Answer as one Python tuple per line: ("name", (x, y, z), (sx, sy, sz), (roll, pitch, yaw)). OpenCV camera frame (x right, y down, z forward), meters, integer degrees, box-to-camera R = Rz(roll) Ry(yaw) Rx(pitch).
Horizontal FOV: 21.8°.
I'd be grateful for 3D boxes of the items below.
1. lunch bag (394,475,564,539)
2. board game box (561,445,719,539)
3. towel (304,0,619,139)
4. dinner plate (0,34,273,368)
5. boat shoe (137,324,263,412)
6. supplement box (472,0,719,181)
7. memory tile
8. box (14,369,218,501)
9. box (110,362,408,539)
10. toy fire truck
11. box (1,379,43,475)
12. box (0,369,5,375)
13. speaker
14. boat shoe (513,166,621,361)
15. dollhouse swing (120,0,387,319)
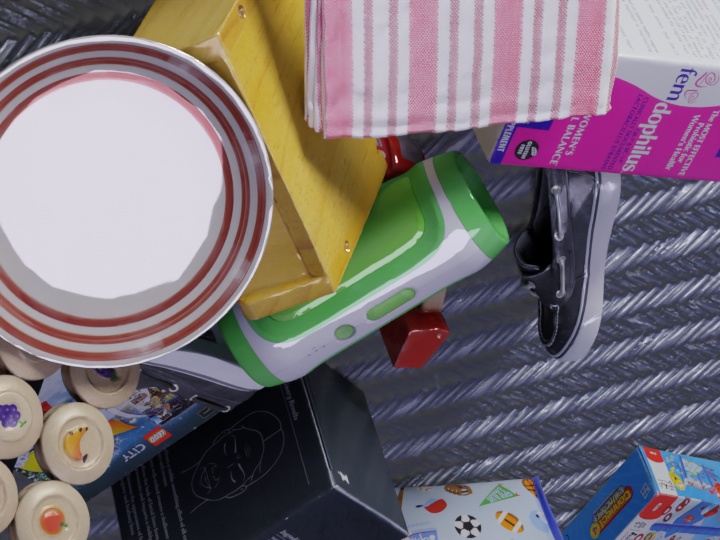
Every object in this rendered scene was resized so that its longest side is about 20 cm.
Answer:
("lunch bag", (0.100, 0.283, 1.609), (0.168, 0.201, 0.125), (-1, 136, -18))
("board game box", (0.289, 0.262, 1.765), (0.194, 0.056, 0.201), (12, 130, -30))
("towel", (0.063, -0.156, 1.136), (0.198, 0.030, 0.148), (-5, 124, -9))
("dinner plate", (-0.149, -0.040, 1.098), (0.198, 0.024, 0.203), (-4, 108, -13))
("boat shoe", (-0.152, 0.056, 1.326), (0.199, 0.070, 0.066), (19, 123, -40))
("supplement box", (0.175, -0.135, 1.270), (0.198, 0.104, 0.102), (2, 133, -24))
("memory tile", (-0.204, 0.063, 1.112), (0.152, 0.202, 0.017), (27, 157, -30))
("box", (-0.188, 0.091, 1.422), (0.199, 0.038, 0.136), (-34, 136, 16))
("box", (-0.084, 0.181, 1.473), (0.199, 0.149, 0.107), (-35, 137, 18))
("toy fire truck", (0.021, -0.016, 1.378), (0.140, 0.049, 0.201), (5, 132, -25))
("box", (-0.300, 0.027, 1.172), (0.123, 0.198, 0.200), (-2, 151, 38))
("box", (-0.284, 0.018, 1.077), (0.021, 0.165, 0.199), (-3, -168, 36))
("speaker", (0.000, 0.000, 1.285), (0.199, 0.089, 0.088), (-31, 137, 13))
("boat shoe", (0.147, -0.009, 1.414), (0.067, 0.072, 0.201), (-8, 135, -15))
("dollhouse swing", (-0.111, -0.086, 1.203), (0.174, 0.183, 0.201), (-5, 130, 26))
